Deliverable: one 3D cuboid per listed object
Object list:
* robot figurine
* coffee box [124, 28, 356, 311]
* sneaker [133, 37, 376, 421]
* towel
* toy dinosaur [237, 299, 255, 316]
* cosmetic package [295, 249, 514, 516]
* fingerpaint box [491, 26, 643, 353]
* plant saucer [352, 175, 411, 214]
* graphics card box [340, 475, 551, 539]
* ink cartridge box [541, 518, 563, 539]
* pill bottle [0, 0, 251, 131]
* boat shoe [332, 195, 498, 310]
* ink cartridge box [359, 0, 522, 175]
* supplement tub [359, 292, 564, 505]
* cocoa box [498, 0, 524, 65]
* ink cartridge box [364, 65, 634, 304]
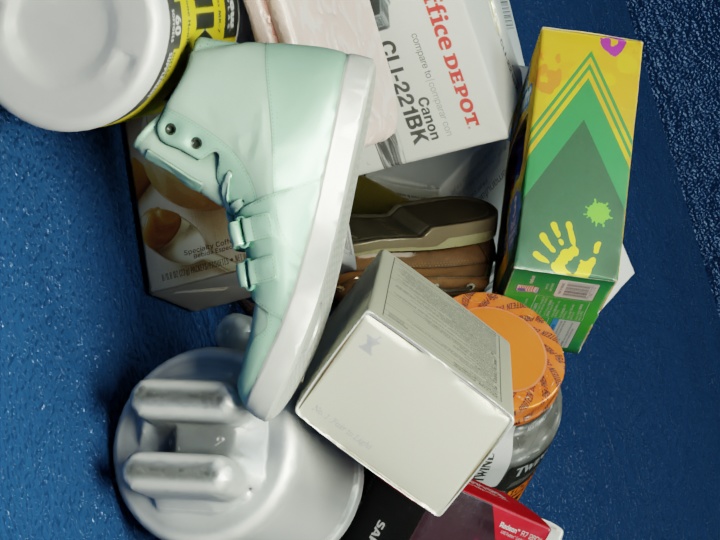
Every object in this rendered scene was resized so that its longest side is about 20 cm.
[{"bbox_3d":[-0.066,0.109,1.440,0.200,0.112,0.170,37,60,-66],"label":"robot figurine"},{"bbox_3d":[-0.081,-0.089,1.556,0.080,0.114,0.201,27,50,-68],"label":"coffee box"},{"bbox_3d":[-0.068,-0.026,1.354,0.074,0.118,0.201,66,36,-83],"label":"sneaker"},{"bbox_3d":[-0.032,-0.161,1.521,0.200,0.032,0.192,-32,106,-73],"label":"towel"},{"bbox_3d":[-0.042,0.097,1.609,0.135,0.086,0.201,-4,70,-55],"label":"toy dinosaur"},{"bbox_3d":[0.028,0.059,1.447,0.103,0.073,0.200,37,11,-3],"label":"cosmetic package"},{"bbox_3d":[0.135,-0.050,1.725,0.200,0.073,0.168,100,-2,-75],"label":"fingerpaint box"},{"bbox_3d":[0.039,0.032,1.844,0.200,0.048,0.200,61,-11,-21],"label":"plant saucer"},{"bbox_3d":[0.020,0.213,1.512,0.125,0.051,0.200,29,93,-50],"label":"graphics card box"},{"bbox_3d":[0.086,0.276,1.727,0.161,0.050,0.201,85,22,-72],"label":"ink cartridge box"},{"bbox_3d":[-0.133,-0.141,1.416,0.200,0.114,0.115,-31,107,-74],"label":"pill bottle"},{"bbox_3d":[0.000,0.000,1.675,0.072,0.199,0.068,-132,-140,-60],"label":"boat shoe"},{"bbox_3d":[-0.008,-0.144,1.692,0.084,0.199,0.145,-74,147,-61],"label":"ink cartridge box"},{"bbox_3d":[0.061,0.112,1.715,0.200,0.122,0.123,114,-19,-49],"label":"supplement tub"},{"bbox_3d":[0.064,-0.137,2.063,0.133,0.131,0.201,-24,100,-74],"label":"cocoa box"},{"bbox_3d":[0.107,-0.034,1.914,0.146,0.086,0.200,-46,127,-27],"label":"ink cartridge box"}]
